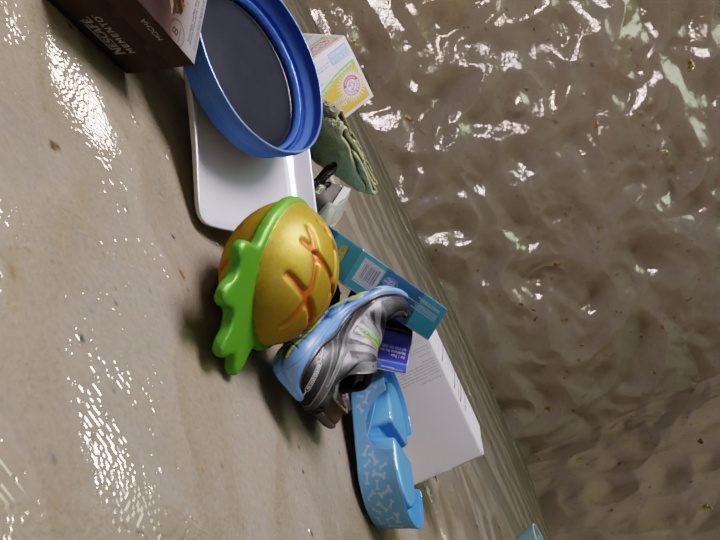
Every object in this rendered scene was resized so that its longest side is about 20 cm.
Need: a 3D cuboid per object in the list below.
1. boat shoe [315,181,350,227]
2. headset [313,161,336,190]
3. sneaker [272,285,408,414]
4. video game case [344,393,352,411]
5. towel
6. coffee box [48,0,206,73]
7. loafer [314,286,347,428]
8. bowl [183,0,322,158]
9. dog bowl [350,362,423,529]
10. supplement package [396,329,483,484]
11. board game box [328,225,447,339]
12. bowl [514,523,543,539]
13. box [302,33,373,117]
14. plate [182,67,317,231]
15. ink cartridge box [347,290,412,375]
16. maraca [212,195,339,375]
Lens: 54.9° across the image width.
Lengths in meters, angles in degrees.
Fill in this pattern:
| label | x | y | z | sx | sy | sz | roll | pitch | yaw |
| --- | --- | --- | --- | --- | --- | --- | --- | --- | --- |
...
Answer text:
| label | x | y | z | sx | sy | sz | roll | pitch | yaw |
| --- | --- | --- | --- | --- | --- | --- | --- | --- | --- |
| boat shoe | -0.068 | -0.088 | 1.040 | 0.059 | 0.073 | 0.202 | 24 | 25 | 4 |
| headset | -0.104 | -0.172 | 0.948 | 0.202 | 0.093 | 0.124 | 59 | 5 | 37 |
| sneaker | -0.011 | 0.077 | 0.704 | 0.199 | 0.070 | 0.084 | -37 | 101 | -50 |
| video game case | -0.038 | 0.082 | 0.913 | 0.204 | 0.018 | 0.143 | 67 | 10 | 9 |
| towel | -0.059 | -0.187 | 0.938 | 0.199 | 0.036 | 0.149 | 41 | -13 | 38 |
| coffee box | -0.189 | -0.296 | 0.613 | 0.113 | 0.078 | 0.205 | 46 | 47 | -64 |
| loafer | -0.041 | 0.075 | 0.761 | 0.073 | 0.070 | 0.203 | 54 | 15 | -46 |
| bowl | -0.113 | -0.215 | 0.734 | 0.200 | 0.039 | 0.205 | 33 | 49 | -48 |
| dog bowl | 0.029 | 0.208 | 0.822 | 0.112 | 0.048 | 0.203 | 61 | 17 | -46 |
| supplement package | 0.088 | 0.187 | 1.032 | 0.204 | 0.119 | 0.120 | 65 | 10 | -4 |
| board game box | 0.000 | 0.000 | 0.880 | 0.150 | 0.047 | 0.199 | 34 | 1 | -32 |
| bowl | 0.339 | 0.621 | 1.373 | 0.202 | 0.103 | 0.204 | -90 | 154 | -68 |
| box | -0.084 | -0.294 | 1.082 | 0.199 | 0.112 | 0.102 | 34 | -21 | 57 |
| plate | -0.120 | -0.128 | 0.752 | 0.198 | 0.032 | 0.205 | 13 | 66 | -58 |
| ink cartridge box | 0.020 | 0.075 | 0.905 | 0.200 | 0.097 | 0.040 | -73 | 174 | -76 |
| maraca | -0.080 | 0.009 | 0.618 | 0.200 | 0.104 | 0.141 | -48 | 144 | -64 |
